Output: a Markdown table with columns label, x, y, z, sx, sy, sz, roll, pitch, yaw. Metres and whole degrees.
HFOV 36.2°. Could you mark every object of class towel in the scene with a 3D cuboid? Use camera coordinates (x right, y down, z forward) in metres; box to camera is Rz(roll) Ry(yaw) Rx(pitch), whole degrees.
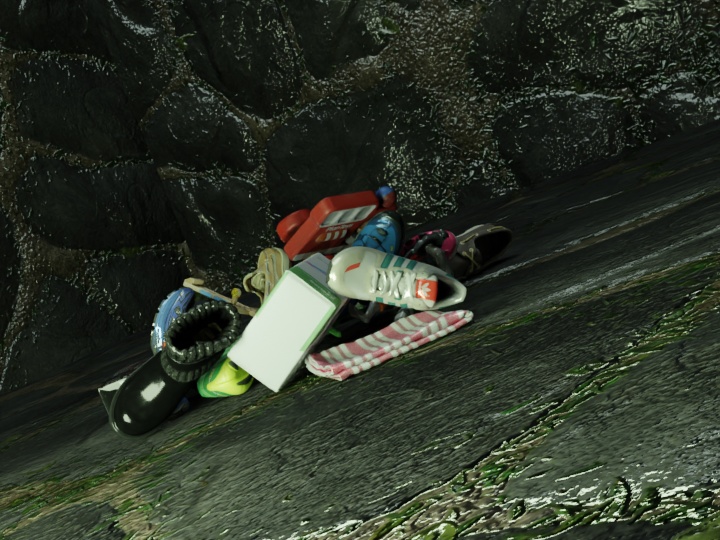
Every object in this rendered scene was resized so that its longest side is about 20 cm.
| label | x | y | z | sx | sy | sz | roll | pitch | yaw |
| --- | --- | --- | --- | --- | --- | --- | --- | --- | --- |
| towel | 0.035 | 0.088 | 1.406 | 0.200 | 0.030 | 0.146 | -23 | 5 | -16 |

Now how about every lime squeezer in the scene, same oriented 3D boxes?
| label | x | y | z | sx | sy | sz | roll | pitch | yaw |
| --- | --- | --- | --- | --- | --- | --- | --- | --- | --- |
| lime squeezer | -0.037 | 0.087 | 1.819 | 0.070 | 0.038 | 0.200 | 13 | 13 | 13 |

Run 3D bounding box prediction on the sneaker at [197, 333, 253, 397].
| label | x | y | z | sx | sy | sz | roll | pitch | yaw |
| --- | --- | --- | --- | --- | --- | --- | --- | --- | --- |
| sneaker | -0.188 | 0.135 | 1.614 | 0.083 | 0.074 | 0.200 | -16 | 6 | 14 |

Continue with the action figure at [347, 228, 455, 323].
| label | x | y | z | sx | sy | sz | roll | pitch | yaw |
| --- | --- | --- | --- | --- | --- | --- | --- | --- | --- |
| action figure | 0.070 | 0.041 | 1.645 | 0.193 | 0.105 | 0.200 | -17 | -29 | -51 |

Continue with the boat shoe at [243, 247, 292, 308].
| label | x | y | z | sx | sy | sz | roll | pitch | yaw |
| --- | --- | --- | --- | --- | --- | --- | --- | --- | --- |
| boat shoe | -0.144 | 0.014 | 1.707 | 0.076 | 0.072 | 0.200 | 3 | 20 | -17 |

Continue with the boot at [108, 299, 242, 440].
| label | x | y | z | sx | sy | sz | roll | pitch | yaw |
| --- | --- | --- | --- | --- | --- | --- | --- | --- | --- |
| boot | -0.247 | 0.129 | 1.446 | 0.211 | 0.079 | 0.158 | -50 | 3 | -18 |

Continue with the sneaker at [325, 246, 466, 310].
| label | x | y | z | sx | sy | sz | roll | pitch | yaw |
| --- | --- | --- | --- | --- | --- | --- | --- | --- | --- |
| sneaker | 0.053 | 0.013 | 1.450 | 0.199 | 0.071 | 0.093 | 11 | -1 | -35 |

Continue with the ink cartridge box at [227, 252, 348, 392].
| label | x | y | z | sx | sy | sz | roll | pitch | yaw |
| --- | --- | --- | --- | --- | --- | --- | --- | --- | --- |
| ink cartridge box | -0.086 | 0.065 | 1.508 | 0.145 | 0.087 | 0.200 | -55 | -2 | 11 |

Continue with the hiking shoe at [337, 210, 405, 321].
| label | x | y | z | sx | sy | sz | roll | pitch | yaw |
| --- | --- | --- | --- | --- | --- | --- | --- | --- | --- |
| hiking shoe | 0.000 | 0.000 | 1.644 | 0.200 | 0.074 | 0.087 | -57 | -5 | 11 |

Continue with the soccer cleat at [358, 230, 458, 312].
| label | x | y | z | sx | sy | sz | roll | pitch | yaw |
| --- | --- | --- | --- | --- | --- | --- | --- | --- | --- |
| soccer cleat | 0.082 | 0.002 | 1.770 | 0.200 | 0.070 | 0.086 | -32 | -33 | 23 |

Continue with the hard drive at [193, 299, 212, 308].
| label | x | y | z | sx | sy | sz | roll | pitch | yaw |
| --- | --- | --- | --- | --- | --- | --- | --- | --- | --- |
| hard drive | -0.234 | 0.113 | 1.752 | 0.042 | 0.135 | 0.200 | -10 | 4 | -4 |

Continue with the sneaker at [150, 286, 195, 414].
| label | x | y | z | sx | sy | sz | roll | pitch | yaw |
| --- | --- | --- | --- | --- | --- | --- | --- | --- | --- |
| sneaker | -0.266 | 0.121 | 1.607 | 0.078 | 0.201 | 0.075 | 9 | -16 | 2 |

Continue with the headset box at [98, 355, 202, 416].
| label | x | y | z | sx | sy | sz | roll | pitch | yaw |
| --- | --- | --- | --- | --- | --- | --- | --- | --- | --- |
| headset box | -0.318 | 0.176 | 1.734 | 0.148 | 0.075 | 0.200 | -22 | 4 | -3 |

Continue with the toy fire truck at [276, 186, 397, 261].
| label | x | y | z | sx | sy | sz | roll | pitch | yaw |
| --- | --- | --- | --- | --- | --- | --- | --- | --- | --- |
| toy fire truck | -0.022 | -0.067 | 1.719 | 0.200 | 0.112 | 0.168 | -11 | -24 | -43 |

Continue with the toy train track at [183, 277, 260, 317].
| label | x | y | z | sx | sy | sz | roll | pitch | yaw |
| --- | --- | --- | --- | --- | --- | --- | --- | --- | --- |
| toy train track | -0.204 | 0.040 | 1.752 | 0.200 | 0.033 | 0.115 | 20 | 6 | 36 |

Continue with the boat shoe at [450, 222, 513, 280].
| label | x | y | z | sx | sy | sz | roll | pitch | yaw |
| --- | --- | --- | --- | --- | --- | --- | --- | --- | --- |
| boat shoe | 0.181 | -0.026 | 1.844 | 0.059 | 0.072 | 0.200 | -3 | 20 | 44 |

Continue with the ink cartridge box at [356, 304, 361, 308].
| label | x | y | z | sx | sy | sz | roll | pitch | yaw |
| --- | --- | --- | --- | --- | --- | --- | --- | --- | --- |
| ink cartridge box | -0.057 | 0.046 | 1.962 | 0.200 | 0.083 | 0.147 | -22 | 0 | -8 |
